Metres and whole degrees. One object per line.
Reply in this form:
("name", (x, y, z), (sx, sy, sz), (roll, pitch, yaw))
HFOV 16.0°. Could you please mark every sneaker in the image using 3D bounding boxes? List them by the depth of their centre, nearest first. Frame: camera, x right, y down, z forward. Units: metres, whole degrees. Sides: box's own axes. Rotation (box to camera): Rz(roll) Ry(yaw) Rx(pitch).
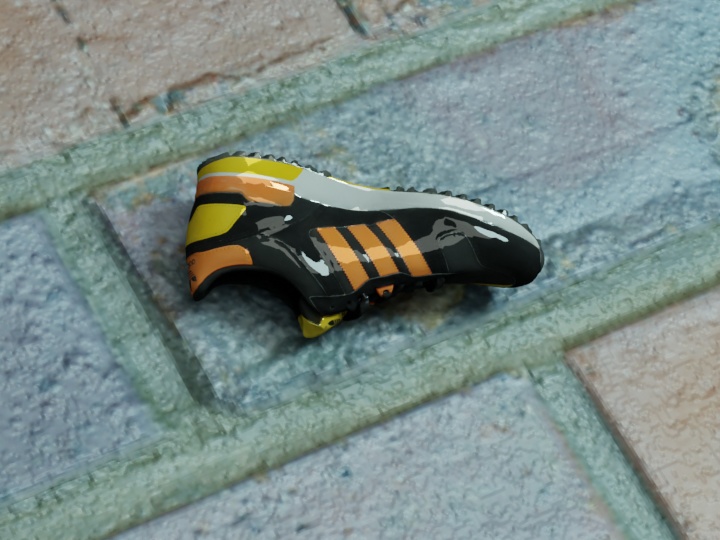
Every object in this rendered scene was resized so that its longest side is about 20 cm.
("sneaker", (0.000, 0.000, 1.411), (0.199, 0.070, 0.091), (13, 72, -5))
